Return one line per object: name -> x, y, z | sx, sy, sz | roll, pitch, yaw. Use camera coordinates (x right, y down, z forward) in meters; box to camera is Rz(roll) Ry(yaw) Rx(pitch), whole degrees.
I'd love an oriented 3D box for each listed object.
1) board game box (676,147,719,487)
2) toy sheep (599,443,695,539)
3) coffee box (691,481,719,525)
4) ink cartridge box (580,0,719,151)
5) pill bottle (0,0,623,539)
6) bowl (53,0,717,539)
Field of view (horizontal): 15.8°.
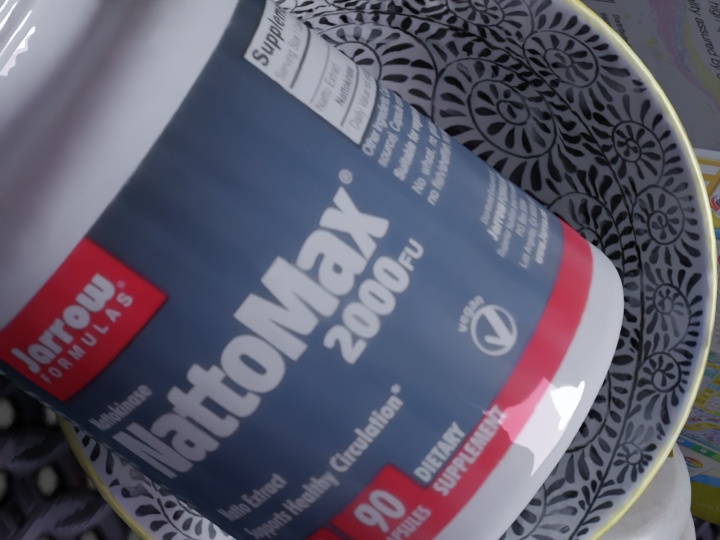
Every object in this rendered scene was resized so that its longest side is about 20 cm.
board game box -> 0.108, 0.017, 0.879 | 0.034, 0.200, 0.135 | -53, 137, -31
toy sheep -> 0.049, 0.107, 0.891 | 0.138, 0.138, 0.200 | -39, 157, -42
coffee box -> 0.210, 0.012, 1.018 | 0.200, 0.200, 0.198 | 27, 78, -54
ink cartridge box -> 0.133, -0.106, 0.880 | 0.084, 0.200, 0.145 | -57, 139, -27
pill bottle -> -0.043, -0.011, 0.670 | 0.200, 0.120, 0.120 | 36, 65, -13
bowl -> 0.000, 0.000, 0.790 | 0.094, 0.201, 0.201 | -143, -119, -81
